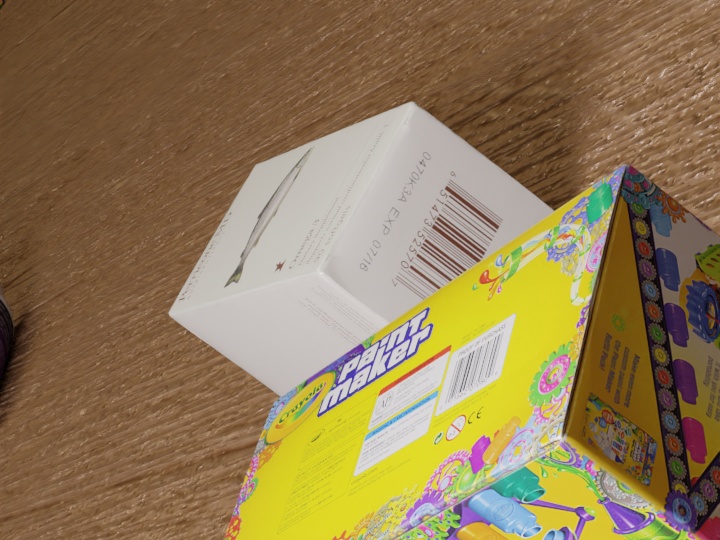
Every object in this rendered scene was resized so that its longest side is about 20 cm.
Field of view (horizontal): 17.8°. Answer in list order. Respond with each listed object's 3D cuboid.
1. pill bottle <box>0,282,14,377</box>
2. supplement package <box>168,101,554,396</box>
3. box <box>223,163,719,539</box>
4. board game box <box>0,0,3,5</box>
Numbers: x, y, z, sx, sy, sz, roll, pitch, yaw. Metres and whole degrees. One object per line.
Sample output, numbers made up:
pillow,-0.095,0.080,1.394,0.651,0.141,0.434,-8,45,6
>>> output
pill bottle,-0.373,0.075,2.050,0.112,0.112,0.200,-44,20,26
supplement package,0.000,0.000,1.291,0.200,0.117,0.117,-17,41,61
box,0.084,0.102,0.798,0.200,0.193,0.122,-35,27,42
board game box,-0.688,-0.410,3.511,0.200,0.200,0.200,-51,18,6
